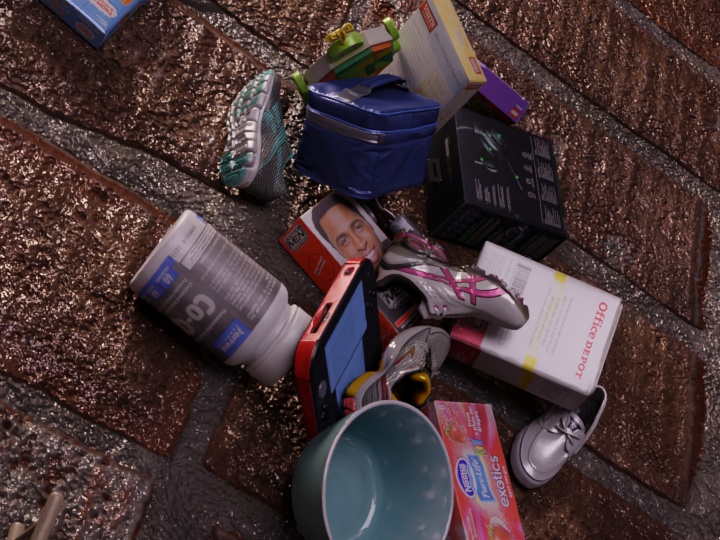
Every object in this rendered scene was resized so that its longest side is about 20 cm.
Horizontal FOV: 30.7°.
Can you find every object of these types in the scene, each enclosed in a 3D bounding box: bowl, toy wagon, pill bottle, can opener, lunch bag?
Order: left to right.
[{"bbox_3d":[-0.154,0.036,1.502,0.199,0.114,0.114,39,45,-9],"label":"pill bottle"},{"bbox_3d":[-0.018,-0.281,1.753,0.040,0.154,0.200,59,0,4],"label":"toy wagon"},{"bbox_3d":[0.000,0.248,1.459,0.199,0.104,0.204,8,79,-42],"label":"bowl"},{"bbox_3d":[0.017,-0.187,1.728,0.135,0.134,0.199,25,25,26],"label":"lunch bag"},{"bbox_3d":[0.040,-0.042,1.762,0.067,0.053,0.201,-39,89,-13],"label":"can opener"}]

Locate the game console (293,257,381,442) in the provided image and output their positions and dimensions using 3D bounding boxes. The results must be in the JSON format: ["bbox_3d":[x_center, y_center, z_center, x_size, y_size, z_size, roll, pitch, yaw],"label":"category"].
[{"bbox_3d":[-0.020,0.102,1.540,0.031,0.179,0.201,7,41,22],"label":"game console"}]

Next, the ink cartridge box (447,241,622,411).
[{"bbox_3d":[0.223,0.075,1.718,0.198,0.084,0.147,23,68,3],"label":"ink cartridge box"}]

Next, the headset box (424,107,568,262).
[{"bbox_3d":[0.185,-0.122,1.884,0.198,0.093,0.176,15,53,-29],"label":"headset box"}]

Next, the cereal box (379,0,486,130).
[{"bbox_3d":[0.081,-0.264,1.824,0.039,0.200,0.145,-5,64,-40],"label":"cereal box"}]

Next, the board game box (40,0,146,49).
[{"bbox_3d":[-0.343,-0.395,1.704,0.151,0.037,0.201,40,44,-8],"label":"board game box"}]

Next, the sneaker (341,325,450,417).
[{"bbox_3d":[0.061,0.134,1.575,0.200,0.081,0.079,-45,124,-46],"label":"sneaker"}]

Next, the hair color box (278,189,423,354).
[{"bbox_3d":[0.000,0.000,1.682,0.200,0.061,0.101,48,45,1],"label":"hair color box"}]

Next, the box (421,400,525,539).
[{"bbox_3d":[0.114,0.268,1.559,0.094,0.102,0.203,8,58,-36],"label":"box"}]

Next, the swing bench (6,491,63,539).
[{"bbox_3d":[-0.247,0.346,1.214,0.197,0.130,0.202,28,53,-20],"label":"swing bench"}]

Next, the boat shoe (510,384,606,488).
[{"bbox_3d":[0.265,0.211,1.739,0.074,0.065,0.200,46,44,-2],"label":"boat shoe"}]

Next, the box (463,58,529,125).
[{"bbox_3d":[0.146,-0.287,1.943,0.199,0.137,0.039,38,85,-10],"label":"box"}]

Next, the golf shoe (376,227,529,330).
[{"bbox_3d":[0.113,0.032,1.641,0.198,0.073,0.093,27,73,7],"label":"golf shoe"}]

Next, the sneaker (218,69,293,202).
[{"bbox_3d":[-0.125,-0.170,1.708,0.091,0.077,0.202,36,48,-33],"label":"sneaker"}]
